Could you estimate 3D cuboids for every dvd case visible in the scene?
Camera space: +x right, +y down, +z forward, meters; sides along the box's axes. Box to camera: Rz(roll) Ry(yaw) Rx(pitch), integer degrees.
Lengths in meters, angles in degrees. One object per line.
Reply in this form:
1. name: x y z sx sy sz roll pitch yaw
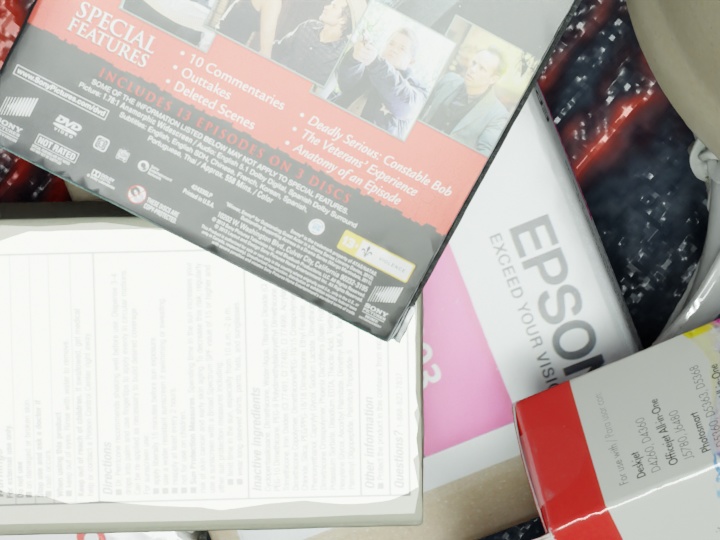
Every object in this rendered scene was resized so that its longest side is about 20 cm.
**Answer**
1. dvd case: -0.007 -0.096 0.802 0.146 0.022 0.200 26 105 -8

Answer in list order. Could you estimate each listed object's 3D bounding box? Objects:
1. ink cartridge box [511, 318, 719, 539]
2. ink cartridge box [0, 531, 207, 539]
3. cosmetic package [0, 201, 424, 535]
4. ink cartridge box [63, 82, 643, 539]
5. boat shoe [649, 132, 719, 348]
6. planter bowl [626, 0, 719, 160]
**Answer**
1. ink cartridge box: 0.127 0.078 0.876 0.200 0.067 0.116 -22 128 8
2. ink cartridge box: -0.169 0.120 0.964 0.146 0.086 0.200 39 94 -4
3. cosmetic package: -0.080 0.029 0.877 0.199 0.071 0.106 0 96 -3
4. ink cartridge box: 0.000 0.000 0.952 0.164 0.075 0.200 -22 96 5
5. boat shoe: 0.145 -0.041 0.934 0.065 0.074 0.200 35 72 0
6. planter bowl: 0.195 -0.123 0.858 0.200 0.135 0.201 4 66 -8
